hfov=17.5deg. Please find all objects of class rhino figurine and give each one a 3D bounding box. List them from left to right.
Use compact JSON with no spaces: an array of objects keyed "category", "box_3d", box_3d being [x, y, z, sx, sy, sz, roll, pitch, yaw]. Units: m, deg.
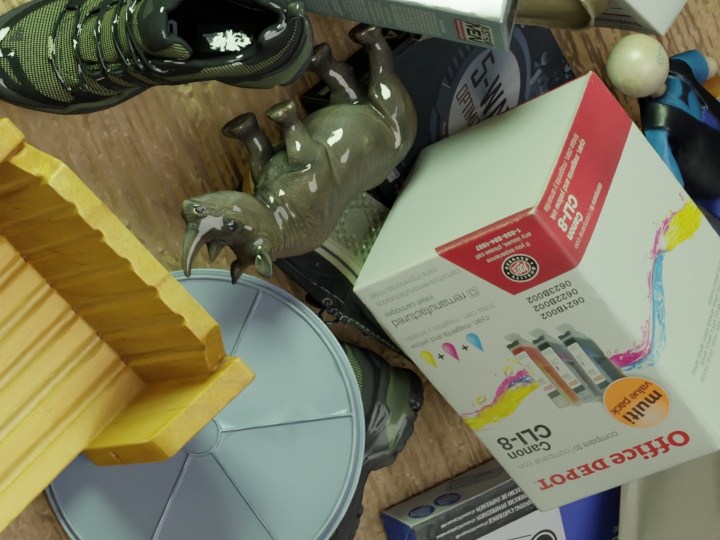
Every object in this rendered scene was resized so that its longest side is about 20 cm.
[{"category":"rhino figurine","box_3d":[-0.038,-0.059,1.382,0.200,0.060,0.088,-46,114,-31]}]

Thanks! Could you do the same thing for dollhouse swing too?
[{"category":"dollhouse swing","box_3d":[-0.209,0.055,1.303,0.200,0.182,0.176,48,67,-15]}]

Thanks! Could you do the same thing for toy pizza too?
[{"category":"toy pizza","box_3d":[-0.095,0.099,1.414,0.199,0.032,0.201,-1,82,5]}]

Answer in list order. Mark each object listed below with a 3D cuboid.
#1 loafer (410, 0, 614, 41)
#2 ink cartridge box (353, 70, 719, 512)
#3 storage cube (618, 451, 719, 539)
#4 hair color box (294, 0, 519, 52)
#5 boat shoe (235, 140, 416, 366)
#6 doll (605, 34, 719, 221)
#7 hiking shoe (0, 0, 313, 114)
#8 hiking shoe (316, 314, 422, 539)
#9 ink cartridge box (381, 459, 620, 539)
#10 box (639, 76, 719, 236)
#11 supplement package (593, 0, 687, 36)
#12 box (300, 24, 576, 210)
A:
[{"category":"loafer","box_3d":[0.055,-0.173,1.436,0.199,0.076,0.068,12,72,6]},{"category":"ink cartridge box","box_3d":[0.125,0.016,1.418,0.200,0.145,0.145,49,40,-21]},{"category":"storage cube","box_3d":[0.286,0.194,1.564,0.179,0.170,0.201,12,78,-50]},{"category":"hair color box","box_3d":[0.000,-0.201,1.377,0.199,0.061,0.099,12,79,9]},{"category":"boat shoe","box_3d":[0.000,0.000,1.462,0.200,0.062,0.075,41,52,-13]},{"category":"doll","box_3d":[0.221,-0.085,1.512,0.200,0.048,0.137,40,48,-34]},{"category":"hiking shoe","box_3d":[-0.127,-0.139,1.336,0.199,0.101,0.076,-7,79,-1]},{"category":"hiking shoe","box_3d":[-0.047,0.131,1.468,0.100,0.076,0.201,33,72,-12]},{"category":"ink cartridge box","box_3d":[0.117,0.170,1.582,0.199,0.044,0.094,-23,110,-25]},{"category":"box","box_3d":[0.217,-0.042,1.565,0.200,0.041,0.120,-35,111,-45]},{"category":"supplement package","box_3d":[0.126,-0.252,1.480,0.200,0.114,0.110,38,80,-30]},{"category":"box","box_3d":[0.075,-0.077,1.519,0.160,0.043,0.200,-39,115,-18]}]
